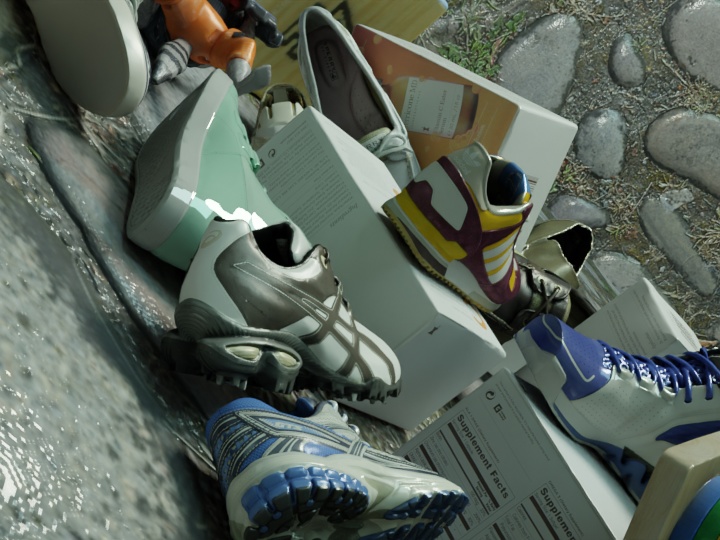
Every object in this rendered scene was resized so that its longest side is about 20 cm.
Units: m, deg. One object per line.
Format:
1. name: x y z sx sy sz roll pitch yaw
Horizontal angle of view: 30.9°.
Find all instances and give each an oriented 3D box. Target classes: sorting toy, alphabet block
1. sorting toy: 0.212 0.201 0.792 0.069 0.202 0.198 30 18 32
2. alphabet block: -0.064 -0.298 1.311 0.196 0.199 0.196 30 25 -57

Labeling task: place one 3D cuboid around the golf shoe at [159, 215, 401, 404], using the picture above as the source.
1. golf shoe: -0.029 0.024 0.732 0.199 0.077 0.096 19 78 -61

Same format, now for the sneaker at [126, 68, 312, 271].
1. sneaker: -0.082 -0.045 0.837 0.118 0.074 0.201 39 27 -22

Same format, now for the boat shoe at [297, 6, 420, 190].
1. boat shoe: -0.004 -0.124 1.086 0.065 0.074 0.204 54 15 -75

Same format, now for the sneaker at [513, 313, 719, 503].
1. sneaker: 0.200 0.082 0.890 0.199 0.115 0.081 44 12 -26

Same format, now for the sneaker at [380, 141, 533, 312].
1. sneaker: 0.093 -0.031 0.937 0.075 0.090 0.200 56 13 22

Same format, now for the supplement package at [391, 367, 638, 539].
1. supplement package: 0.133 0.179 0.900 0.200 0.111 0.157 29 25 -58

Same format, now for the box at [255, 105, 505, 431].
1. box: 0.000 0.000 0.953 0.124 0.097 0.201 31 23 -57

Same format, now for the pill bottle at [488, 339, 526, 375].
1. pill bottle: 0.142 0.017 1.361 0.113 0.113 0.201 43 16 -33

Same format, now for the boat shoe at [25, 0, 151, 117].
1. boat shoe: -0.169 -0.178 0.865 0.092 0.075 0.201 0 50 -49

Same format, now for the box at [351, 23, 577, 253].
1. box: 0.064 -0.106 1.159 0.199 0.154 0.106 32 15 35

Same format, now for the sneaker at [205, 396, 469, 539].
1. sneaker: -0.010 0.106 0.687 0.085 0.077 0.200 54 12 31

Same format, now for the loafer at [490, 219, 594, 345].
1. loafer: 0.163 0.001 1.216 0.076 0.069 0.200 60 39 -16

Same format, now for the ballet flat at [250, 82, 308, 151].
1. ballet flat: -0.068 -0.119 1.098 0.200 0.067 0.063 -110 -166 -71

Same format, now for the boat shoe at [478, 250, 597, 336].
1. boat shoe: 0.154 0.029 1.116 0.199 0.074 0.064 24 -5 -43

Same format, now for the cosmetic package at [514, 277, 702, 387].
1. cosmetic package: 0.187 0.112 1.067 0.081 0.199 0.113 45 17 -21

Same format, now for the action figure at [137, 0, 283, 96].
1. action figure: -0.154 -0.204 1.006 0.199 0.105 0.193 35 2 -17
